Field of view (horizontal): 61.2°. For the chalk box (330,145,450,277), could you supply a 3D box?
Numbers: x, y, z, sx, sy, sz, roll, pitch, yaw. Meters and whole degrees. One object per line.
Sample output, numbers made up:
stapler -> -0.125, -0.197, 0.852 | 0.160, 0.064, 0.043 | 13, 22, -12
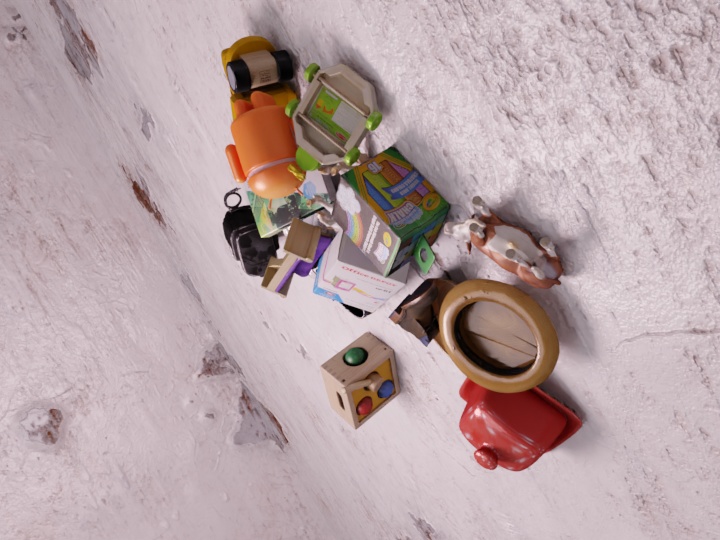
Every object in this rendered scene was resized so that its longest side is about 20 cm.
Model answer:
chalk box -> 0.063, -0.085, 1.038 | 0.200, 0.123, 0.125 | 48, 152, 16

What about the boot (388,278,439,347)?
boot -> 0.123, 0.080, 1.110 | 0.097, 0.075, 0.200 | 43, 160, 2

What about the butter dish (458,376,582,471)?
butter dish -> 0.248, 0.279, 1.061 | 0.198, 0.148, 0.201 | 34, 148, 12

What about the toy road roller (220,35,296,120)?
toy road roller -> -0.208, -0.364, 1.211 | 0.146, 0.122, 0.202 | 54, 155, 38

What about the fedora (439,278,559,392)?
fedora -> 0.225, 0.094, 0.970 | 0.199, 0.082, 0.203 | 15, 117, 31

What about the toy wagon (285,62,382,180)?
toy wagon -> -0.058, -0.245, 1.034 | 0.155, 0.039, 0.201 | 40, 113, 15

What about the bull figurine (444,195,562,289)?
bull figurine -> 0.204, -0.042, 0.883 | 0.199, 0.066, 0.121 | 32, 178, 29

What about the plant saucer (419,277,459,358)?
plant saucer -> 0.186, 0.094, 1.119 | 0.200, 0.035, 0.202 | 41, 149, 31

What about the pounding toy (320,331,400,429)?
pounding toy -> 0.002, 0.267, 1.462 | 0.142, 0.183, 0.202 | 31, 144, 41

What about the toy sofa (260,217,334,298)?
toy sofa -> -0.136, -0.017, 1.292 | 0.097, 0.084, 0.200 | 23, 148, -13

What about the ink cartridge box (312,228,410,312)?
ink cartridge box -> 0.000, 0.000, 1.210 | 0.143, 0.086, 0.200 | 18, 155, -12

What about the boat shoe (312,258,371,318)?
boat shoe -> -0.046, 0.033, 1.376 | 0.200, 0.062, 0.075 | 43, 130, 3

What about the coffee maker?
coffee maker -> -0.296, -0.096, 1.572 | 0.193, 0.134, 0.200 | 55, 172, -23

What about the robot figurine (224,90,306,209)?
robot figurine -> -0.168, -0.219, 1.113 | 0.202, 0.142, 0.116 | 71, 161, 1

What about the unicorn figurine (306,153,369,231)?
unicorn figurine -> -0.037, -0.131, 1.130 | 0.200, 0.137, 0.074 | -51, 59, 26

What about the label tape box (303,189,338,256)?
label tape box -> -0.050, -0.079, 1.304 | 0.200, 0.066, 0.144 | 50, 153, 19

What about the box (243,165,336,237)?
box -> -0.150, -0.171, 1.259 | 0.199, 0.036, 0.146 | -23, 83, 32

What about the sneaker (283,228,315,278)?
sneaker -> -0.111, -0.072, 1.427 | 0.091, 0.076, 0.201 | -1, 125, 50
